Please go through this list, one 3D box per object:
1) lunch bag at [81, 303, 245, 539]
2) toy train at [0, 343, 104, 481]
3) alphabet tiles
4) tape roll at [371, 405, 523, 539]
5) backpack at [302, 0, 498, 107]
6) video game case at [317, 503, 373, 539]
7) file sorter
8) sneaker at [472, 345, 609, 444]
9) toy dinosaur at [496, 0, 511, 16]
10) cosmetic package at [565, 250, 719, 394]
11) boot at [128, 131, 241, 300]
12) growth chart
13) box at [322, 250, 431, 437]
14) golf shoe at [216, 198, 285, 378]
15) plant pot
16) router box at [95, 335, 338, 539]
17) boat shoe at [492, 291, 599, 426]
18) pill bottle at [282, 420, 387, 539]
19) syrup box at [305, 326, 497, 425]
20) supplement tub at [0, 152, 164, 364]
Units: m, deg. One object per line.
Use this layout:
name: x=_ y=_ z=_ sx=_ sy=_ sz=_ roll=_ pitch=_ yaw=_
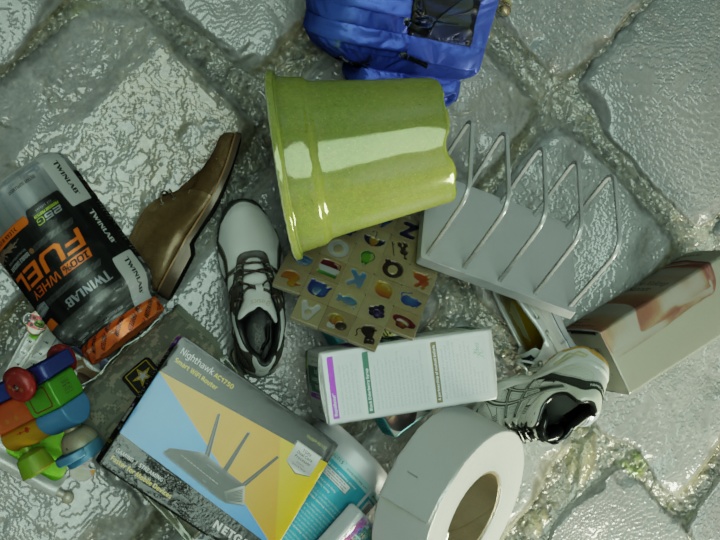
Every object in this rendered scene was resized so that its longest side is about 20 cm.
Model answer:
lunch bag: x=-0.195 y=0.159 z=1.248 sx=0.164 sy=0.117 sz=0.201 roll=-42 pitch=96 yaw=-14
toy train: x=-0.358 y=0.166 z=1.200 sx=0.198 sy=0.085 sz=0.117 roll=-25 pitch=95 yaw=28
alphabet tiles: x=0.000 y=0.000 z=1.292 sx=0.164 sy=0.006 sz=0.201 roll=20 pitch=48 yaw=4
tape roll: x=0.098 y=0.253 z=1.275 sx=0.070 sy=0.202 sz=0.204 roll=25 pitch=78 yaw=32
backpack: x=0.033 y=-0.277 z=1.303 sx=0.197 sy=0.163 sz=0.170 roll=12 pitch=100 yaw=-15
video game case: x=-0.039 y=0.371 z=1.271 sx=0.200 sy=0.024 sz=0.183 roll=-46 pitch=139 yaw=-12
file sorter: x=0.180 y=-0.064 z=1.323 sx=0.197 sy=0.125 sz=0.140 roll=19 pitch=47 yaw=-13
sneaker: x=0.193 y=0.162 z=1.312 sx=0.075 sy=0.200 sz=0.088 roll=37 pitch=37 yaw=-17
toy dinosaur: x=0.127 y=-0.398 z=1.394 sx=0.200 sy=0.047 sz=0.088 roll=42 pitch=85 yaw=-6
cosmetic package: x=0.361 y=0.060 z=1.404 sx=0.198 sy=0.103 sz=0.088 roll=-29 pitch=96 yaw=-15
boot: x=-0.196 y=-0.074 z=1.285 sx=0.075 sy=0.074 sz=0.202 roll=28 pitch=83 yaw=-1
growth chart: x=-0.331 y=0.139 z=1.265 sx=0.143 sy=0.018 sz=0.203 roll=23 pitch=83 yaw=-13
box: x=0.014 y=0.084 z=1.339 sx=0.082 sy=0.049 sz=0.202 roll=-33 pitch=96 yaw=-13
golf shoe: x=-0.113 y=0.017 z=1.288 sx=0.076 sy=0.094 sz=0.204 roll=-8 pitch=88 yaw=-13
plant pot: x=0.004 y=-0.126 z=1.233 sx=0.181 sy=0.200 sz=0.204 roll=-9 pitch=90 yaw=1
router box: x=-0.144 y=0.183 z=1.174 sx=0.199 sy=0.051 sz=0.150 roll=36 pitch=77 yaw=-14
boat shoe: x=0.209 y=0.099 z=1.364 sx=0.085 sy=0.074 sz=0.205 roll=-24 pitch=91 yaw=-37
pill bottle: x=-0.068 y=0.269 z=1.278 sx=0.111 sy=0.111 sz=0.200 roll=46 pitch=78 yaw=-8
syrup box: x=0.043 y=0.113 z=1.278 sx=0.197 sy=0.079 sz=0.083 roll=-6 pitch=90 yaw=-14
supplement tub: x=-0.302 y=-0.010 z=1.216 sx=0.122 sy=0.122 sz=0.201 roll=-38 pitch=91 yaw=-13
